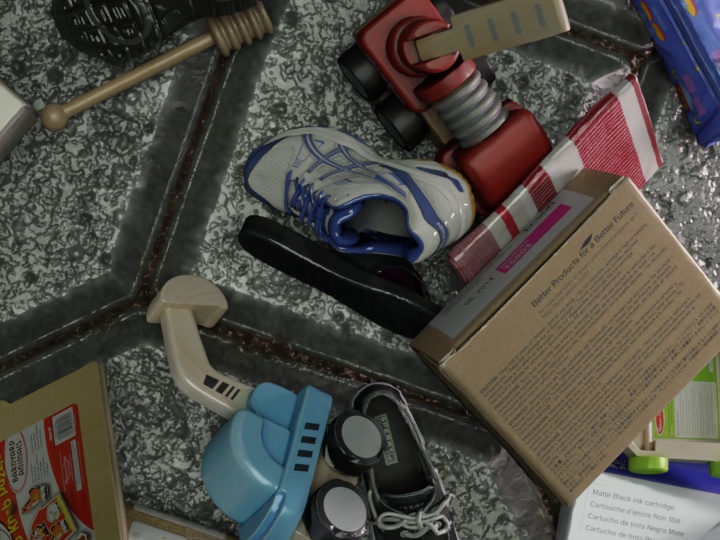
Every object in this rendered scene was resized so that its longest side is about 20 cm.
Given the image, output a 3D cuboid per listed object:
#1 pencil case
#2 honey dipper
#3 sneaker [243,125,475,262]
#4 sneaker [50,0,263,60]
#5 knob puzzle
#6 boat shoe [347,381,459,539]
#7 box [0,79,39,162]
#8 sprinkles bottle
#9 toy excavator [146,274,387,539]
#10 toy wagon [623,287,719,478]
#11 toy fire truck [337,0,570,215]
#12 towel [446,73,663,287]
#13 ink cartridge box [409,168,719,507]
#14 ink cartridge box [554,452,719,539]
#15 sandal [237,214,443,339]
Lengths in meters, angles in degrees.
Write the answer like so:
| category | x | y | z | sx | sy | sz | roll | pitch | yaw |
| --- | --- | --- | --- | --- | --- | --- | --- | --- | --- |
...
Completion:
| category | x | y | z | sx | sy | sz | roll | pitch | yaw |
| --- | --- | --- | --- | --- | --- | --- | --- | --- | --- |
| pencil case | 0.273 | -0.195 | 1.170 | 0.078 | 0.087 | 0.201 | -27 | 93 | 19 |
| honey dipper | -0.164 | -0.162 | 1.145 | 0.199 | 0.038 | 0.038 | -28 | 94 | -4 |
| sneaker | -0.015 | -0.057 | 1.100 | 0.199 | 0.088 | 0.076 | 11 | 121 | 28 |
| sneaker | -0.146 | -0.220 | 1.130 | 0.199 | 0.091 | 0.076 | -11 | 109 | 15 |
| knob puzzle | -0.260 | 0.190 | 1.100 | 0.219 | 0.030 | 0.221 | -14 | 62 | 26 |
| boat shoe | 0.041 | 0.188 | 1.157 | 0.073 | 0.068 | 0.200 | -12 | 92 | -6 |
| box | -0.350 | -0.158 | 1.096 | 0.200 | 0.095 | 0.078 | 40 | 87 | -4 |
| sprinkles bottle | -0.141 | 0.232 | 1.138 | 0.199 | 0.068 | 0.069 | 19 | 89 | -6 |
| toy excavator | -0.087 | 0.116 | 1.110 | 0.199 | 0.100 | 0.195 | 27 | 49 | -16 |
| toy wagon | 0.245 | 0.089 | 1.182 | 0.199 | 0.040 | 0.156 | 4 | 76 | -6 |
| toy fire truck | 0.092 | -0.137 | 1.084 | 0.129 | 0.200 | 0.176 | -39 | 103 | -4 |
| towel | 0.157 | -0.051 | 1.139 | 0.200 | 0.144 | 0.023 | -46 | 60 | -4 |
| ink cartridge box | 0.164 | 0.049 | 1.090 | 0.200 | 0.075 | 0.165 | -44 | 109 | -5 |
| ink cartridge box | 0.263 | 0.221 | 1.197 | 0.199 | 0.041 | 0.201 | 11 | 89 | -6 |
| sandal | 0.000 | -0.001 | 1.151 | 0.200 | 0.075 | 0.048 | 28 | 70 | -6 |
